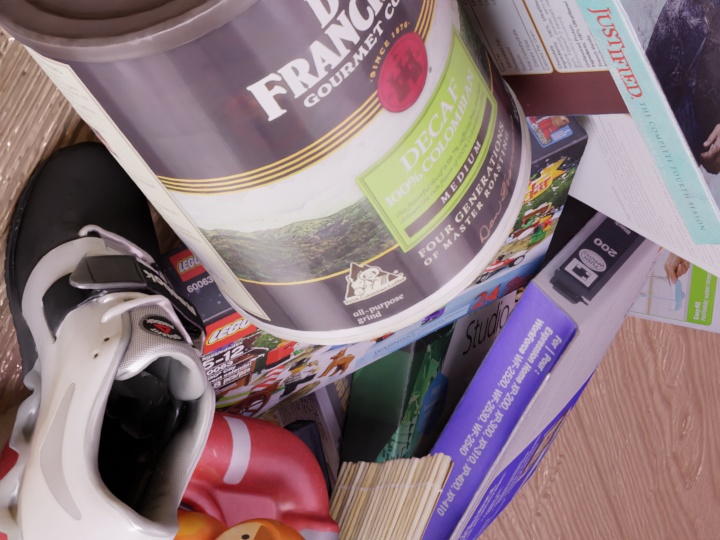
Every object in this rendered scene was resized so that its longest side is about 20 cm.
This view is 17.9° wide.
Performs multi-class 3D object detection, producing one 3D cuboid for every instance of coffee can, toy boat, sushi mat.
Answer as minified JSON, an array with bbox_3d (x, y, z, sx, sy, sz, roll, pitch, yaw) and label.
[{"bbox_3d":[-0.035,-0.085,0.855,0.147,0.145,0.200,-63,145,-20],"label":"coffee can"},{"bbox_3d":[-0.070,0.122,0.944,0.199,0.130,0.132,13,83,-45],"label":"toy boat"},{"bbox_3d":[-0.020,0.173,1.026,0.012,0.095,0.201,35,64,-24],"label":"sushi mat"}]

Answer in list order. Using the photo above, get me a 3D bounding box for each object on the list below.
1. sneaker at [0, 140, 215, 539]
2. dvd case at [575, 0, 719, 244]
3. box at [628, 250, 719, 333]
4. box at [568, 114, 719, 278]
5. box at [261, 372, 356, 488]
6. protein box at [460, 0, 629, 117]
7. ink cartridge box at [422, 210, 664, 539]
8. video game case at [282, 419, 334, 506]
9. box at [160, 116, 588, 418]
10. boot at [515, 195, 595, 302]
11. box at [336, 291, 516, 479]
[{"bbox_3d":[-0.087,0.029,0.864,0.074,0.088,0.201,20,53,-34],"label":"sneaker"},{"bbox_3d":[0.149,-0.132,0.903,0.146,0.022,0.201,58,47,-36],"label":"dvd case"},{"bbox_3d":[0.168,-0.074,1.359,0.097,0.175,0.201,-65,160,-48],"label":"box"},{"bbox_3d":[0.151,-0.090,1.053,0.124,0.200,0.098,-41,128,-13],"label":"box"},{"bbox_3d":[0.000,0.023,1.211,0.159,0.048,0.201,-62,156,-25],"label":"box"},{"bbox_3d":[0.080,-0.178,0.993,0.199,0.199,0.136,-55,132,-36],"label":"protein box"},{"bbox_3d":[0.074,0.071,1.145,0.200,0.043,0.199,-43,163,-56],"label":"ink cartridge box"},{"bbox_3d":[-0.077,0.170,1.046,0.199,0.019,0.144,-24,107,-42],"label":"video game case"},{"bbox_3d":[0.000,0.000,1.030,0.199,0.038,0.137,-26,158,-19],"label":"box"},{"bbox_3d":[0.144,-0.029,1.289,0.200,0.150,0.074,40,39,-24],"label":"boot"},{"bbox_3d":[0.046,0.002,1.193,0.144,0.036,0.202,-30,132,-61],"label":"box"}]
